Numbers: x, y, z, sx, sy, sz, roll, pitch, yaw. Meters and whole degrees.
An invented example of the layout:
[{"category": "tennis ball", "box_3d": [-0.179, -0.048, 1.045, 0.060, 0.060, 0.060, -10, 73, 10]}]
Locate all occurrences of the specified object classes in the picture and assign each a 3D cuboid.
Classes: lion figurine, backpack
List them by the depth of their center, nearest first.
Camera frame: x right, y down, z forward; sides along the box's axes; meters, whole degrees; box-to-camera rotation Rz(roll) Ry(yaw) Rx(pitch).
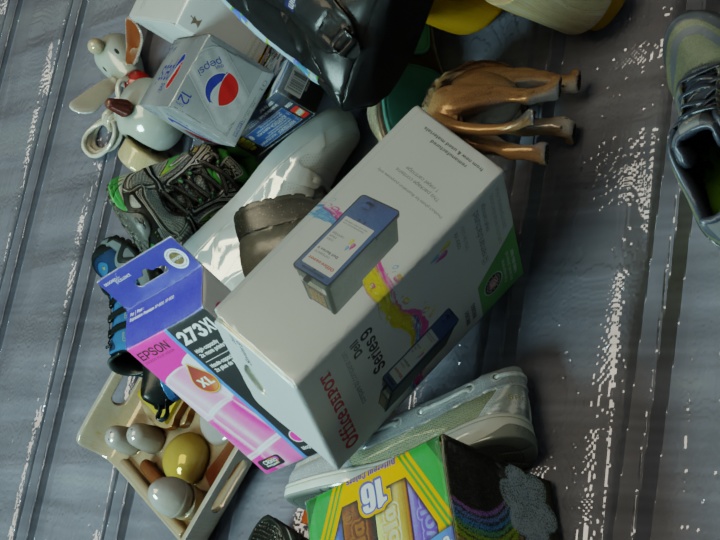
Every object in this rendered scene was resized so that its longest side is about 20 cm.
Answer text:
[{"category": "lion figurine", "box_3d": [0.086, -0.114, 1.122, 0.121, 0.200, 0.073, 6, 95, 15]}, {"category": "backpack", "box_3d": [-0.033, -0.233, 1.165, 0.199, 0.153, 0.165, 29, 112, 22]}]

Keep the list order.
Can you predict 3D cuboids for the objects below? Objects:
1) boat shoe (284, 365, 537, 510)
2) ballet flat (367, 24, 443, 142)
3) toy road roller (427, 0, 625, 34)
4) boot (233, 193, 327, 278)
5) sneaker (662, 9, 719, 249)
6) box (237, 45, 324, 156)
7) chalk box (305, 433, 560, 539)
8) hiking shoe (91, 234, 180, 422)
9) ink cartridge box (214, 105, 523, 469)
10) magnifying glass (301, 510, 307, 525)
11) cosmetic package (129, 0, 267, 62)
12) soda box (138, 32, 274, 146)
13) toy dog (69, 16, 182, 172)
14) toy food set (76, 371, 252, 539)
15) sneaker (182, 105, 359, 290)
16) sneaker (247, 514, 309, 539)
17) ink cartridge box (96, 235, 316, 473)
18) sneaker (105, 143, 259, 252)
[{"category": "boat shoe", "box_3d": [0.033, 0.126, 1.123, 0.201, 0.074, 0.065, -24, 49, 31]}, {"category": "ballet flat", "box_3d": [0.033, -0.153, 1.272, 0.062, 0.067, 0.202, 128, 148, -53]}, {"category": "toy road roller", "box_3d": [0.092, -0.228, 1.196, 0.146, 0.122, 0.201, -54, 42, 28]}, {"category": "boot", "box_3d": [0.000, 0.000, 1.200, 0.198, 0.068, 0.132, -15, 69, 14]}, {"category": "sneaker", "box_3d": [0.230, -0.092, 1.015, 0.074, 0.081, 0.202, -33, 51, 30]}, {"category": "box", "box_3d": [-0.039, -0.202, 1.308, 0.137, 0.040, 0.202, -23, 41, 65]}, {"category": "chalk box", "box_3d": [0.056, 0.230, 1.008, 0.123, 0.124, 0.202, -29, 52, 33]}, {"category": "hiking shoe", "box_3d": [-0.186, 0.039, 1.317, 0.087, 0.075, 0.200, -44, 41, -6]}, {"category": "ink cartridge box", "box_3d": [0.010, 0.015, 1.070, 0.200, 0.146, 0.087, -44, 62, -14]}, {"category": "magnifying glass", "box_3d": [-0.007, 0.097, 1.214, 0.079, 0.022, 0.202, 4, 73, 46]}, {"category": "cosmetic package", "box_3d": [-0.130, -0.247, 1.404, 0.108, 0.084, 0.200, -61, 23, 1]}, {"category": "soda box", "box_3d": [-0.130, -0.148, 1.311, 0.069, 0.063, 0.200, -61, 16, -2]}, {"category": "toy dog", "box_3d": [-0.224, -0.168, 1.500, 0.199, 0.096, 0.133, 21, 87, 48]}, {"category": "toy food set", "box_3d": [-0.157, 0.130, 1.318, 0.200, 0.060, 0.144, 37, 99, 47]}, {"category": "sneaker", "box_3d": [-0.049, -0.029, 1.289, 0.200, 0.074, 0.116, -47, 65, 2]}, {"category": "sneaker", "box_3d": [-0.091, 0.277, 1.162, 0.080, 0.086, 0.202, 1, 72, 43]}, {"category": "ink cartridge box", "box_3d": [-0.101, 0.066, 1.167, 0.094, 0.200, 0.037, -27, 26, 40]}, {"category": "sneaker", "box_3d": [-0.146, -0.070, 1.326, 0.085, 0.078, 0.200, -31, 9, 22]}]
